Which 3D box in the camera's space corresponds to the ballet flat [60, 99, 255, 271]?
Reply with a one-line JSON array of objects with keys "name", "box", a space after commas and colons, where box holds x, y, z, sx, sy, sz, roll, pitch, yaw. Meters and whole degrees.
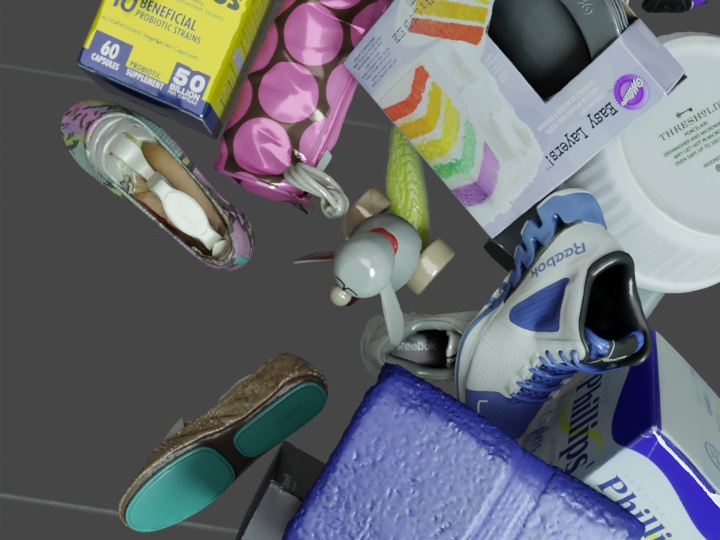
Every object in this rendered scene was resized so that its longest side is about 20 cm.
[{"name": "ballet flat", "box": [-0.168, -0.074, 0.875, 0.200, 0.071, 0.069, 42, 89, 0]}]

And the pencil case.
[{"name": "pencil case", "box": [-0.042, -0.154, 0.873, 0.093, 0.090, 0.203, 22, 90, 37]}]

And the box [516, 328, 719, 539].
[{"name": "box", "box": [0.174, 0.166, 0.788, 0.200, 0.184, 0.105, -42, 94, 22]}]

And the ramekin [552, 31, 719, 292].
[{"name": "ramekin", "box": [0.254, -0.090, 0.833, 0.199, 0.094, 0.206, 2, 78, -10]}]

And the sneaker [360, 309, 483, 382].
[{"name": "sneaker", "box": [0.100, 0.062, 0.875, 0.197, 0.081, 0.076, -7, 87, -4]}]

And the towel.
[{"name": "towel", "box": [0.063, 0.171, 0.683, 0.199, 0.050, 0.149, 33, 89, 2]}]

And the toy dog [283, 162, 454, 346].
[{"name": "toy dog", "box": [0.000, 0.000, 0.835, 0.132, 0.199, 0.097, 45, 106, 24]}]

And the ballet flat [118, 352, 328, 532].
[{"name": "ballet flat", "box": [-0.116, 0.138, 0.879, 0.199, 0.065, 0.071, -33, 127, -6]}]

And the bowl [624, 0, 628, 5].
[{"name": "bowl", "box": [0.134, -0.214, 0.828, 0.197, 0.095, 0.203, -5, 121, -9]}]

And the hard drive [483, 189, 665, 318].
[{"name": "hard drive", "box": [0.214, -0.050, 0.883, 0.139, 0.033, 0.201, 40, 74, 0]}]

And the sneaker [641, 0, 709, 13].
[{"name": "sneaker", "box": [0.238, -0.310, 0.892, 0.098, 0.070, 0.203, -21, 89, 0]}]

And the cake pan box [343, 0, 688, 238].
[{"name": "cake pan box", "box": [0.107, -0.149, 0.768, 0.185, 0.200, 0.052, 49, 44, -2]}]

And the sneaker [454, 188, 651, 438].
[{"name": "sneaker", "box": [0.144, 0.053, 0.781, 0.080, 0.115, 0.202, 7, 117, -28]}]

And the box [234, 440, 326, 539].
[{"name": "box", "box": [-0.020, 0.207, 0.808, 0.140, 0.200, 0.080, 31, 88, 0]}]

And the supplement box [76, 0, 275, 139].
[{"name": "supplement box", "box": [-0.132, -0.226, 0.860, 0.108, 0.110, 0.202, 22, 88, -1]}]
